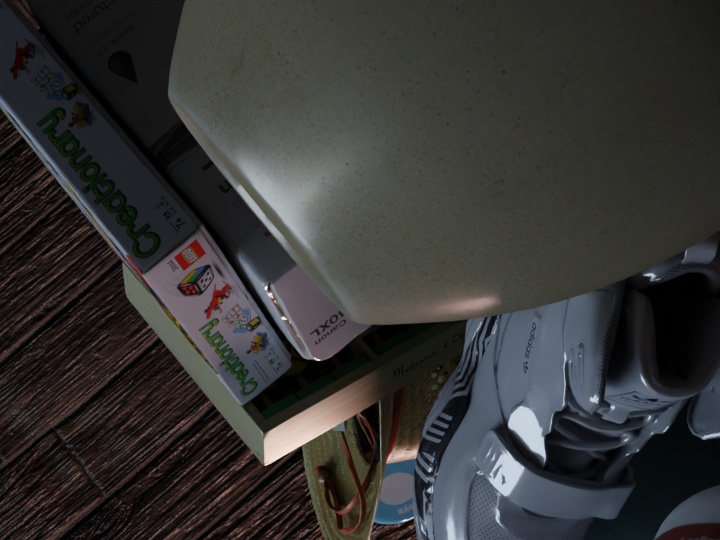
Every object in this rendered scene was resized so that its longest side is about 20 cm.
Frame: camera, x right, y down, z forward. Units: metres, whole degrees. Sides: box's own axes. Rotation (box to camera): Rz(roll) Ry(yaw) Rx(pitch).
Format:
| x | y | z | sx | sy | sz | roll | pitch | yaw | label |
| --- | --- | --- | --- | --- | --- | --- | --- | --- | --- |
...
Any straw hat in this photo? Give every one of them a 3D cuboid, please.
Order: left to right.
| x | y | z | sx | sy | sz | roll | pitch | yaw | label |
| --- | --- | --- | --- | --- | --- | --- | --- | --- | --- |
| 0.024 | 0.055 | 1.069 | 0.201 | 0.084 | 0.203 | 177 | 90 | -76 | straw hat |

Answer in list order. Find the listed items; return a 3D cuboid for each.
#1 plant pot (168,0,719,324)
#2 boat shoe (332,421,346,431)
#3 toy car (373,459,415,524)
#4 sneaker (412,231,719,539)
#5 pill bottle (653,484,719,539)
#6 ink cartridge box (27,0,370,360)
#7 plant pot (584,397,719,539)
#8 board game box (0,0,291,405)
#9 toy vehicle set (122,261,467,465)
| x | y | z | sx | sy | sz | roll | pitch | yaw | label |
| --- | --- | --- | --- | --- | --- | --- | --- | --- | --- |
| 0.019 | -0.063 | 0.612 | 0.201 | 0.134 | 0.200 | 50 | 176 | 5 | plant pot |
| -0.048 | -0.003 | 1.025 | 0.072 | 0.060 | 0.203 | 92 | 166 | -57 | boat shoe |
| 0.081 | 0.064 | 1.244 | 0.199 | 0.178 | 0.185 | 20 | -155 | -26 | toy car |
| 0.079 | 0.055 | 0.715 | 0.074 | 0.202 | 0.115 | 11 | -168 | -19 | sneaker |
| 0.135 | 0.146 | 0.665 | 0.111 | 0.201 | 0.113 | 23 | 152 | 13 | pill bottle |
| -0.032 | -0.083 | 0.887 | 0.200 | 0.145 | 0.084 | 48 | 172 | 28 | ink cartridge box |
| 0.140 | 0.138 | 0.845 | 0.197 | 0.199 | 0.200 | 57 | 179 | 20 | plant pot |
| -0.114 | -0.040 | 0.886 | 0.200 | 0.035 | 0.126 | 48 | 173 | 33 | board game box |
| 0.000 | 0.000 | 0.959 | 0.124 | 0.199 | 0.027 | 46 | 151 | 31 | toy vehicle set |
